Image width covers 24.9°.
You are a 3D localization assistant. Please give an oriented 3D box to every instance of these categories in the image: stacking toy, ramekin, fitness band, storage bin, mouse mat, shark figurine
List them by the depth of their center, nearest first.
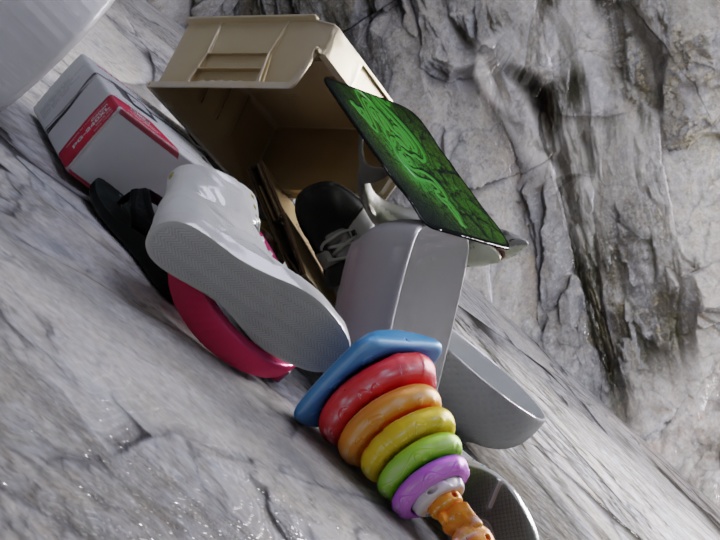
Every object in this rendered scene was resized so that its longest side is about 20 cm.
[{"bbox_3d":[0.047,0.154,1.299,0.116,0.110,0.200,6,42,-51],"label":"stacking toy"},{"bbox_3d":[-0.103,0.015,1.399,0.144,0.037,0.200,45,22,-25],"label":"fitness band"},{"bbox_3d":[-0.308,-0.234,1.480,0.098,0.200,0.200,46,4,-18],"label":"ramekin"},{"bbox_3d":[0.055,-0.102,1.565,0.161,0.008,0.200,12,37,-55],"label":"mouse mat"},{"bbox_3d":[0.051,-0.065,1.651,0.214,0.128,0.090,32,44,-27],"label":"shark figurine"},{"bbox_3d":[-0.074,-0.164,1.674,0.198,0.094,0.200,6,-29,35],"label":"storage bin"}]

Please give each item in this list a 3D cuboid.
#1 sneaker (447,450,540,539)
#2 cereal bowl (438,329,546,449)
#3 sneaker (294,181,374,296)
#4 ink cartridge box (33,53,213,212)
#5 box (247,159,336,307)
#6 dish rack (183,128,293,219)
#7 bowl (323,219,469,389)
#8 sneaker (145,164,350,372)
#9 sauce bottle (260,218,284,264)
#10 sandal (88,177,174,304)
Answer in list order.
[{"bbox_3d":[0.090,0.189,1.370,0.200,0.070,0.080,44,5,38],"label":"sneaker"},{"bbox_3d":[0.103,0.129,1.792,0.200,0.083,0.200,39,6,-5],"label":"cereal bowl"},{"bbox_3d":[0.000,0.000,1.656,0.200,0.074,0.089,59,7,-28],"label":"sneaker"},{"bbox_3d":[-0.228,-0.120,1.608,0.145,0.083,0.200,37,6,-30],"label":"ink cartridge box"},{"bbox_3d":[-0.049,-0.003,1.716,0.200,0.021,0.164,56,8,-52],"label":"box"},{"bbox_3d":[-0.164,-0.110,1.887,0.153,0.055,0.200,31,0,-16],"label":"dish rack"},{"bbox_3d":[0.029,0.046,1.547,0.075,0.200,0.200,13,1,18],"label":"bowl"},{"bbox_3d":[-0.082,-0.010,1.338,0.200,0.074,0.116,40,28,-23],"label":"sneaker"},{"bbox_3d":[-0.108,-0.021,1.719,0.066,0.066,0.200,40,5,1],"label":"sauce bottle"},{"bbox_3d":[-0.175,-0.029,1.444,0.075,0.048,0.200,32,11,-48],"label":"sandal"}]
